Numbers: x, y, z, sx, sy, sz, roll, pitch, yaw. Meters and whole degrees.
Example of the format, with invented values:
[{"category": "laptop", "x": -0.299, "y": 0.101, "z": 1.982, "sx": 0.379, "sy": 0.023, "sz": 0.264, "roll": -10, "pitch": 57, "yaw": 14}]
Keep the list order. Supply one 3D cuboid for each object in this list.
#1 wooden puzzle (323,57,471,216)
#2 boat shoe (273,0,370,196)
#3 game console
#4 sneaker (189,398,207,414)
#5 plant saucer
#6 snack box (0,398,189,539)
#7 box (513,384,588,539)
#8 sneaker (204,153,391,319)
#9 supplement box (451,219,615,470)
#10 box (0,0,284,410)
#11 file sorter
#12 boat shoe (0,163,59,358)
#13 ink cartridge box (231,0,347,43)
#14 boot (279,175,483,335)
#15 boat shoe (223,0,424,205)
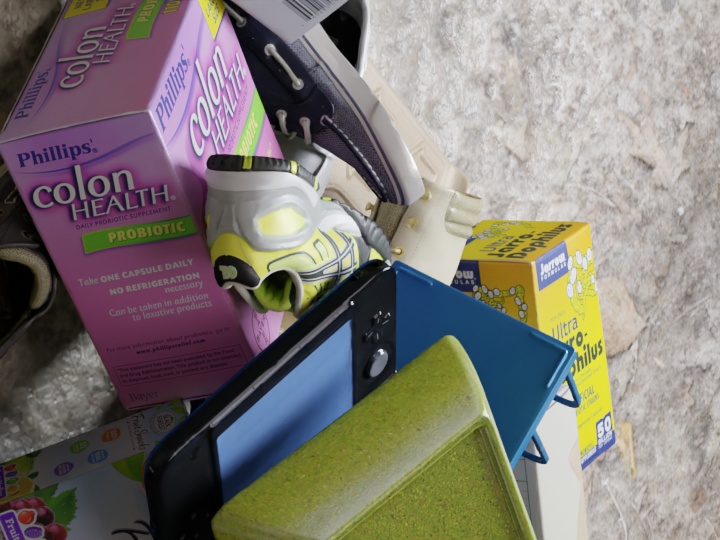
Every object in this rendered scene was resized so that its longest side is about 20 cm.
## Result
[{"category": "wooden puzzle", "x": -0.005, "y": -0.047, "z": 1.396, "sx": 0.200, "sy": 0.046, "sz": 0.186, "roll": 44, "pitch": 57, "yaw": -42}, {"category": "boat shoe", "x": -0.037, "y": -0.109, "z": 1.293, "sx": 0.201, "sy": 0.072, "sz": 0.066, "roll": -66, "pitch": -176, "yaw": -24}, {"category": "game console", "x": -0.011, "y": 0.125, "z": 1.065, "sx": 0.200, "sy": 0.118, "sz": 0.171, "roll": -42, "pitch": 150, "yaw": -30}, {"category": "sneaker", "x": -0.097, "y": 0.136, "z": 1.250, "sx": 0.074, "sy": 0.087, "sz": 0.201, "roll": -51, "pitch": 156, "yaw": -58}, {"category": "plant saucer", "x": 0.033, "y": 0.172, "z": 1.066, "sx": 0.199, "sy": 0.048, "sz": 0.201, "roll": -35, "pitch": 117, "yaw": -32}, {"category": "snack box", "x": -0.140, "y": 0.193, "z": 1.127, "sx": 0.142, "sy": 0.053, "sz": 0.201, "roll": -21, "pitch": 117, "yaw": -6}, {"category": "box", "x": 0.112, "y": 0.187, "z": 1.369, "sx": 0.078, "sy": 0.095, "sz": 0.201, "roll": -29, "pitch": 118, "yaw": -55}, {"category": "sneaker", "x": -0.042, "y": -0.008, "z": 1.085, "sx": 0.200, "sy": 0.075, "sz": 0.077, "roll": 30, "pitch": 67, "yaw": -62}, {"category": "supplement box", "x": 0.133, "y": 0.069, "z": 1.548, "sx": 0.109, "sy": 0.109, "sz": 0.201, "roll": -31, "pitch": 117, "yaw": -51}, {"category": "box", "x": -0.117, "y": -0.052, "z": 1.125, "sx": 0.176, "sy": 0.096, "sz": 0.201, "roll": -78, "pitch": 152, "yaw": -53}, {"category": "file sorter", "x": 0.042, "y": 0.125, "z": 1.235, "sx": 0.200, "sy": 0.138, "sz": 0.123, "roll": -59, "pitch": 158, "yaw": -12}, {"category": "boat shoe", "x": -0.205, "y": 0.003, "z": 1.076, "sx": 0.073, "sy": 0.065, "sz": 0.200, "roll": 59, "pitch": 43, "yaw": -35}, {"category": "ink cartridge box", "x": -0.088, "y": -0.269, "z": 1.137, "sx": 0.175, "sy": 0.084, "sz": 0.201, "roll": 32, "pitch": 31, "yaw": -52}, {"category": "boot", "x": 0.000, "y": 0.000, "z": 1.297, "sx": 0.199, "sy": 0.073, "sz": 0.156, "roll": 9, "pitch": 103, "yaw": -45}, {"category": "boat shoe", "x": -0.048, "y": -0.108, "z": 1.227, "sx": 0.093, "sy": 0.075, "sz": 0.200, "roll": -35, "pitch": 84, "yaw": -8}]
